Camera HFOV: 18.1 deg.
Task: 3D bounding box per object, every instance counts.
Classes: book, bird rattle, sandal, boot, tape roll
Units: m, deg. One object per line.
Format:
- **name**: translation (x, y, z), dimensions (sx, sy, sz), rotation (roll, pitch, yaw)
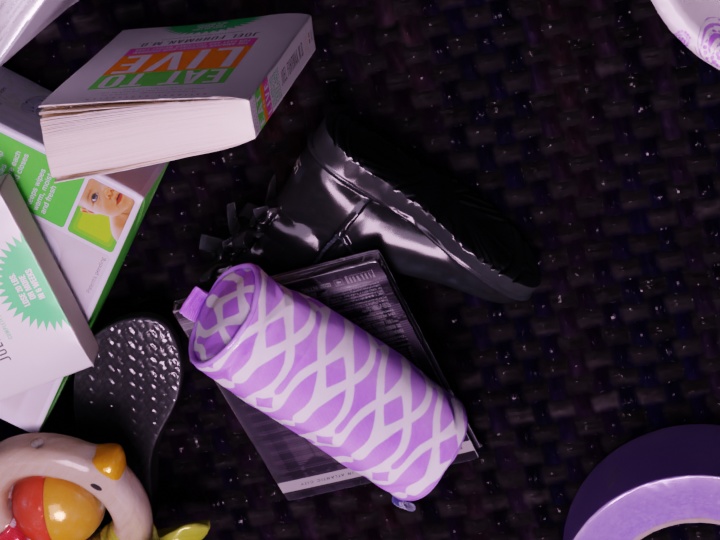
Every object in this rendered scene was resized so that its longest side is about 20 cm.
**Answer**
- **book**: translation (-0.110, -0.116, 1.427), dimensions (0.132, 0.200, 0.049), rotation (-6, 109, 11)
- **bird rattle**: translation (-0.207, 0.174, 1.581), dimensions (0.198, 0.113, 0.164), rotation (6, 130, 23)
- **sandal**: translation (-0.167, 0.104, 1.608), dimensions (0.075, 0.048, 0.202), rotation (15, 125, 2)
- **boot**: translation (0.000, 0.001, 1.522), dimensions (0.197, 0.074, 0.163), rotation (33, 120, -14)
- **book**: translation (-0.290, 0.035, 1.492), dimensions (0.198, 0.048, 0.134), rotation (-22, 109, 13)
- **tape roll**: translation (0.235, 0.214, 1.555), dimensions (0.198, 0.085, 0.202), rotation (3, 111, 8)

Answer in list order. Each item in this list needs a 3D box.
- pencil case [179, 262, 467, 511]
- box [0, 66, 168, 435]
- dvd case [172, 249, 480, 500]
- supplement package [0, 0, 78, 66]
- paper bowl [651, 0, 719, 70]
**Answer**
- **pencil case**: translation (-0.020, 0.073, 1.476), dimensions (0.199, 0.085, 0.084), rotation (36, 89, -26)
- **box**: translation (-0.250, -0.024, 1.544), dimensions (0.175, 0.097, 0.201), rotation (27, 113, -3)
- **dvd case**: translation (-0.020, 0.075, 1.539), dimensions (0.147, 0.016, 0.201), rotation (-14, 130, 17)
- **supplement package**: translation (-0.202, -0.233, 1.398), dimensions (0.111, 0.200, 0.156), rotation (38, 112, -6)
- **paper bowl**: translation (0.267, -0.219, 1.376), dimensions (0.199, 0.104, 0.203), rotation (3, 110, 8)
